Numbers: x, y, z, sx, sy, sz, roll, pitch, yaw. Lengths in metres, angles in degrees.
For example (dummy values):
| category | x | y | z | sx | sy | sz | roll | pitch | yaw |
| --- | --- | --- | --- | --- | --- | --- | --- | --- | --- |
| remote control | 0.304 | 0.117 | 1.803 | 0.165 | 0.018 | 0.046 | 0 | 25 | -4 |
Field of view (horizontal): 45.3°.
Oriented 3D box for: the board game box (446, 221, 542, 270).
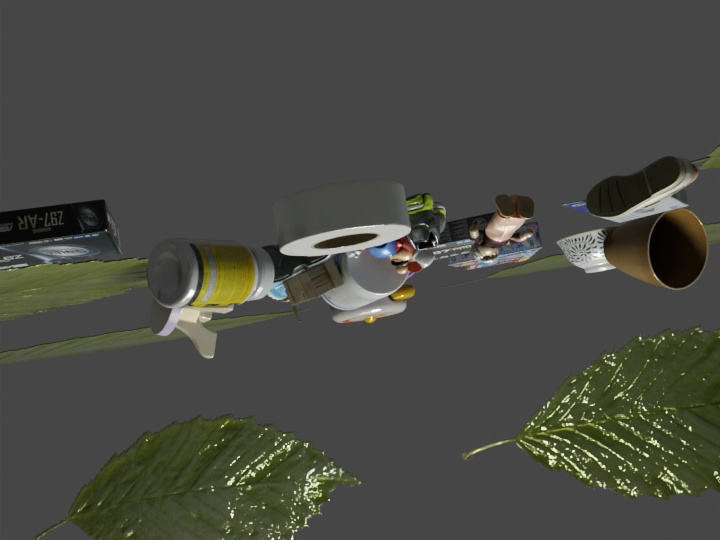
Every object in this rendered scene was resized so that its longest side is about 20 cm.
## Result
| category | x | y | z | sx | sy | sz | roll | pitch | yaw |
| --- | --- | --- | --- | --- | --- | --- | --- | --- | --- |
| board game box | 0.284 | -0.048 | 1.924 | 0.200 | 0.062 | 0.200 | -8 | 173 | -1 |

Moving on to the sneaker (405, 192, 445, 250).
| category | x | y | z | sx | sy | sz | roll | pitch | yaw |
| --- | --- | --- | --- | --- | --- | --- | --- | --- | --- |
| sneaker | 0.103 | -0.072 | 1.437 | 0.074 | 0.081 | 0.200 | -11 | 173 | 17 |

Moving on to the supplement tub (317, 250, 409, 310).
| category | x | y | z | sx | sy | sz | roll | pitch | yaw |
| --- | --- | --- | --- | --- | --- | --- | --- | --- | --- |
| supplement tub | 0.000 | 0.000 | 1.660 | 0.132 | 0.132 | 0.200 | -7 | 171 | -21 |

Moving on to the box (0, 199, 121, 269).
| category | x | y | z | sx | sy | sz | roll | pitch | yaw |
| --- | --- | --- | --- | --- | --- | --- | --- | --- | --- |
| box | -0.425 | -0.043 | 1.134 | 0.200 | 0.044 | 0.160 | -8 | 172 | -12 |

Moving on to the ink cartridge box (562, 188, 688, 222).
| category | x | y | z | sx | sy | sz | roll | pitch | yaw |
| --- | --- | --- | --- | --- | --- | --- | --- | --- | --- |
| ink cartridge box | 0.525 | -0.128 | 1.704 | 0.200 | 0.041 | 0.200 | -14 | 171 | 31 |

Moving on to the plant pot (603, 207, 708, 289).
| category | x | y | z | sx | sy | sz | roll | pitch | yaw |
| --- | --- | --- | --- | --- | --- | --- | --- | --- | --- |
| plant pot | 0.674 | -0.053 | 2.036 | 0.186 | 0.187 | 0.200 | -6 | -176 | -27 |

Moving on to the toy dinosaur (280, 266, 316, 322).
| category | x | y | z | sx | sy | sz | roll | pitch | yaw |
| --- | --- | --- | --- | --- | --- | --- | --- | --- | --- |
| toy dinosaur | -0.133 | 0.034 | 1.875 | 0.101 | 0.058 | 0.200 | -10 | -149 | 32 |

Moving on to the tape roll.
| category | x | y | z | sx | sy | sz | roll | pitch | yaw |
| --- | --- | --- | --- | --- | --- | --- | --- | --- | --- |
| tape roll | -0.028 | -0.076 | 1.290 | 0.202 | 0.071 | 0.202 | -10 | 173 | -1 |

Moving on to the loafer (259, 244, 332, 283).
| category | x | y | z | sx | sy | sz | roll | pitch | yaw |
| --- | --- | --- | --- | --- | --- | --- | --- | --- | --- |
| loafer | -0.123 | -0.021 | 1.596 | 0.200 | 0.072 | 0.063 | -16 | 177 | 26 |

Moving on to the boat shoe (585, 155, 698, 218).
| category | x | y | z | sx | sy | sz | roll | pitch | yaw |
| --- | --- | --- | --- | --- | --- | --- | --- | --- | --- |
| boat shoe | 0.478 | -0.134 | 1.467 | 0.068 | 0.075 | 0.200 | 3 | 166 | -35 |

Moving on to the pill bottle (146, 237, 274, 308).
| category | x | y | z | sx | sy | sz | roll | pitch | yaw |
| --- | --- | --- | --- | --- | --- | --- | --- | --- | --- |
| pill bottle | -0.246 | 0.004 | 1.447 | 0.114 | 0.114 | 0.200 | -15 | 171 | 37 |

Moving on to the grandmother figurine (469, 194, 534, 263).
| category | x | y | z | sx | sy | sz | roll | pitch | yaw |
| --- | --- | --- | --- | --- | --- | --- | --- | --- | --- |
| grandmother figurine | 0.252 | -0.071 | 1.568 | 0.121 | 0.061 | 0.200 | 12 | 155 | -8 |

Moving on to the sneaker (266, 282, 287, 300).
| category | x | y | z | sx | sy | sz | roll | pitch | yaw |
| --- | --- | --- | --- | --- | --- | --- | --- | --- | --- |
| sneaker | -0.163 | 0.012 | 1.760 | 0.090 | 0.078 | 0.200 | -19 | 171 | 25 |

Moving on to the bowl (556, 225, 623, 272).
| category | x | y | z | sx | sy | sz | roll | pitch | yaw |
| --- | --- | --- | --- | --- | --- | --- | --- | --- | --- |
| bowl | 0.611 | -0.048 | 2.214 | 0.201 | 0.094 | 0.201 | -8 | 173 | -1 |

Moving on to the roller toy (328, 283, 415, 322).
| category | x | y | z | sx | sy | sz | roll | pitch | yaw |
| --- | --- | --- | --- | --- | --- | --- | --- | --- | --- |
| roller toy | 0.016 | 0.055 | 2.054 | 0.200 | 0.140 | 0.182 | -8 | 173 | -14 |

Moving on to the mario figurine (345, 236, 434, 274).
| category | x | y | z | sx | sy | sz | roll | pitch | yaw |
| --- | --- | --- | --- | --- | --- | --- | --- | --- | --- |
| mario figurine | 0.047 | -0.030 | 1.511 | 0.200 | 0.123 | 0.106 | 10 | 125 | -41 |

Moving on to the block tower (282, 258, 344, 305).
| category | x | y | z | sx | sy | sz | roll | pitch | yaw |
| --- | --- | --- | --- | --- | --- | --- | --- | --- | --- |
| block tower | -0.095 | 0.025 | 1.648 | 0.058 | 0.054 | 0.200 | -27 | -178 | -22 |

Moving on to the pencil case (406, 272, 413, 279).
| category | x | y | z | sx | sy | sz | roll | pitch | yaw |
| --- | --- | --- | --- | --- | --- | --- | --- | --- | --- |
| pencil case | 0.066 | -0.012 | 1.827 | 0.085 | 0.084 | 0.200 | -17 | 175 | -10 |

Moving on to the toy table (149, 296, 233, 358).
| category | x | y | z | sx | sy | sz | roll | pitch | yaw |
| --- | --- | --- | --- | --- | --- | --- | --- | --- | --- |
| toy table | -0.330 | 0.072 | 1.681 | 0.117 | 0.184 | 0.200 | 12 | 176 | -25 |

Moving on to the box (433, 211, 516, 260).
| category | x | y | z | sx | sy | sz | roll | pitch | yaw |
| --- | --- | --- | --- | --- | --- | --- | --- | --- | --- |
| box | 0.210 | -0.069 | 1.723 | 0.200 | 0.049 | 0.161 | -12 | 169 | 10 |
